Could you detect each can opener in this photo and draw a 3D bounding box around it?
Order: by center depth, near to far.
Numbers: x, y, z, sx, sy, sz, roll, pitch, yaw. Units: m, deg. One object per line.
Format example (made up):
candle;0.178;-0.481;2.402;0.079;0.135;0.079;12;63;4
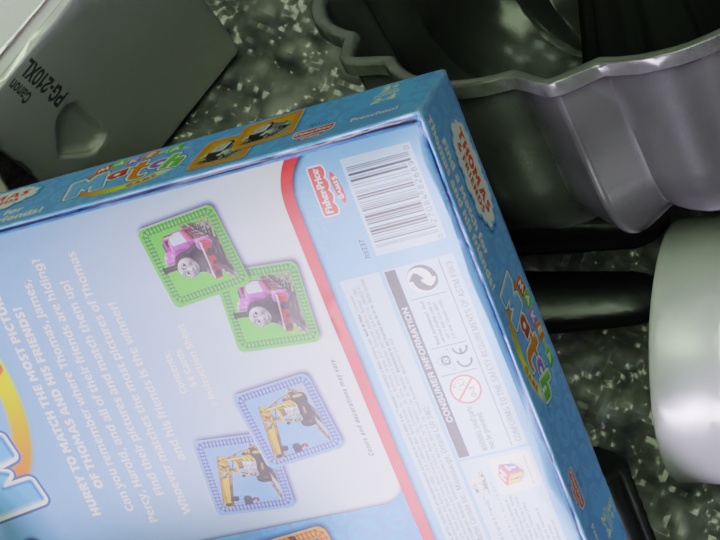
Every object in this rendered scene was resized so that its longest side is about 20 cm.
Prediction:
can opener;0.000;0.000;0.804;0.199;0.079;0.064;3;120;1

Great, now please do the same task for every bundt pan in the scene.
bundt pan;0.090;-0.082;0.757;0.201;0.076;0.202;-16;32;10

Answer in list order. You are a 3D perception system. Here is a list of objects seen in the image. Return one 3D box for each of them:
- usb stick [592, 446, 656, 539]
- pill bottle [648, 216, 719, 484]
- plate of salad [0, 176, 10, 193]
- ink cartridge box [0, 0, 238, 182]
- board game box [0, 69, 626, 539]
usb stick;0.087;0.148;0.741;0.055;0.033;0.200;-19;97;22
pill bottle;0.192;0.024;0.732;0.200;0.112;0.113;0;79;21
plate of salad;-0.175;-0.009;0.791;0.200;0.200;0.048;35;51;16
ink cartridge box;-0.150;-0.120;0.821;0.200;0.145;0.084;40;88;16
board game box;-0.043;0.040;0.705;0.200;0.037;0.152;-14;112;21
